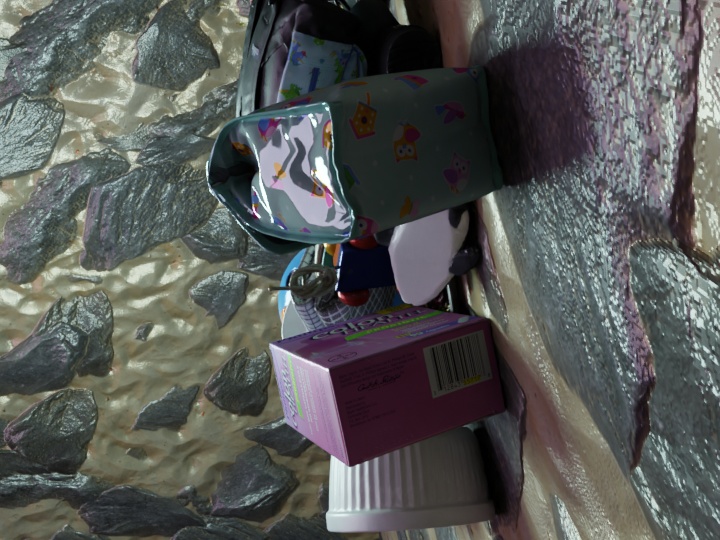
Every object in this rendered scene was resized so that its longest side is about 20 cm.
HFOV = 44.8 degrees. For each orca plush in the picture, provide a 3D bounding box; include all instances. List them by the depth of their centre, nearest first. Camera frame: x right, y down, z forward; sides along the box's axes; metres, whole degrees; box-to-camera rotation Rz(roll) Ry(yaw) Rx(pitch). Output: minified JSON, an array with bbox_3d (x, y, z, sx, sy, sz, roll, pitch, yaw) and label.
[{"bbox_3d":[0.066,-0.064,0.839,0.071,0.104,0.202,-60,-34,-49],"label":"orca plush"}]

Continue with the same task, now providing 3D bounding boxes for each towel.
[{"bbox_3d":[0.000,0.000,1.112,0.202,0.085,0.166,-64,-25,-19],"label":"towel"}]

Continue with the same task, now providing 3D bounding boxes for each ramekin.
[{"bbox_3d":[0.055,0.243,1.024,0.200,0.197,0.107,104,162,-77],"label":"ramekin"}]

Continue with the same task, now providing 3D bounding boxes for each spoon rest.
[{"bbox_3d":[-0.056,0.021,1.207,0.099,0.060,0.202,21,86,52],"label":"spoon rest"}]

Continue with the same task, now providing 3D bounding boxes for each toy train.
[{"bbox_3d":[-0.021,-0.027,0.916,0.116,0.197,0.086,52,140,48],"label":"toy train"}]

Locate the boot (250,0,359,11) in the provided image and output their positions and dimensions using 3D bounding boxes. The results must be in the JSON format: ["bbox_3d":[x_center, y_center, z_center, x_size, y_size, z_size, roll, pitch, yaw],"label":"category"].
[{"bbox_3d":[-0.059,-0.336,1.067,0.201,0.148,0.074,-113,12,-61],"label":"boot"}]

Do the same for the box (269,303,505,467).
[{"bbox_3d":[0.021,0.109,0.910,0.200,0.174,0.098,-176,72,-69],"label":"box"}]

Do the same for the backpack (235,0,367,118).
[{"bbox_3d":[-0.064,-0.170,0.876,0.163,0.152,0.202,45,116,56],"label":"backpack"}]

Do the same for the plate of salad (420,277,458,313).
[{"bbox_3d":[0.073,0.005,1.024,0.200,0.047,0.203,167,90,-84],"label":"plate of salad"}]

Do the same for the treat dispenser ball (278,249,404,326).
[{"bbox_3d":[-0.027,0.048,1.339,0.201,0.198,0.204,167,90,-84],"label":"treat dispenser ball"}]

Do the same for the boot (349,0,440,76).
[{"bbox_3d":[0.031,-0.167,0.900,0.168,0.075,0.203,-121,26,-62],"label":"boot"}]

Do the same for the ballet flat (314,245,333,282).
[{"bbox_3d":[-0.012,-0.083,1.005,0.062,0.067,0.203,36,110,51],"label":"ballet flat"}]

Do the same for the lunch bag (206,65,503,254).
[{"bbox_3d":[-0.013,-0.089,0.714,0.199,0.169,0.124,1,106,51],"label":"lunch bag"}]
